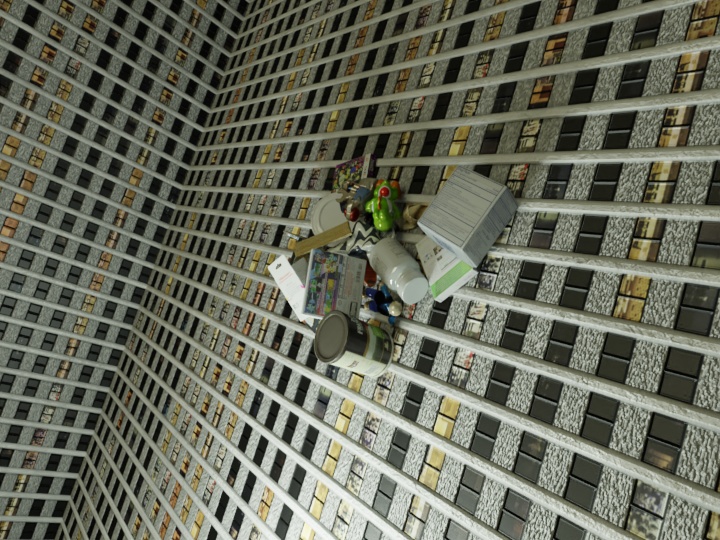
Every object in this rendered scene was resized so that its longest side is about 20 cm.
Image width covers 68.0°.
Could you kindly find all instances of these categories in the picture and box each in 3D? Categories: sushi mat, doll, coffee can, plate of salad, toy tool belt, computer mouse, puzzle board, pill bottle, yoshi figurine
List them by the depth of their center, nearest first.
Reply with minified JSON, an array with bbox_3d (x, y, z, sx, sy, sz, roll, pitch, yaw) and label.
[{"bbox_3d":[-0.018,0.215,1.543,0.144,0.197,0.151,-23,55,38],"label":"coffee can"},{"bbox_3d":[0.114,0.002,1.561,0.116,0.113,0.201,-54,41,14],"label":"pill bottle"},{"bbox_3d":[0.069,0.102,1.577,0.199,0.047,0.141,9,117,65],"label":"doll"},{"bbox_3d":[0.075,-0.197,1.679,0.112,0.112,0.203,-36,21,33],"label":"yoshi figurine"},{"bbox_3d":[-0.120,-0.098,1.685,0.194,0.012,0.097,-23,31,5],"label":"sushi mat"},{"bbox_3d":[0.075,-0.140,1.732,0.110,0.043,0.203,-45,39,22],"label":"computer mouse"},{"bbox_3d":[-0.023,-0.236,1.765,0.120,0.128,0.201,18,46,27],"label":"toy tool belt"},{"bbox_3d":[-0.075,-0.172,1.840,0.192,0.048,0.208,-1,71,3],"label":"plate of salad"},{"bbox_3d":[-0.189,-0.107,1.892,0.199,0.146,0.018,22,95,69],"label":"puzzle board"}]

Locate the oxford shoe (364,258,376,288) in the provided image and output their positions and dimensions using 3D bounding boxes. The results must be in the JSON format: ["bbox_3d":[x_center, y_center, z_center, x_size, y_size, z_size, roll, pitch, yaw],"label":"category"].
[{"bbox_3d":[0.000,0.000,1.744,0.075,0.069,0.202,-67,30,31],"label":"oxford shoe"}]

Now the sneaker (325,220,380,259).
[{"bbox_3d":[-0.023,-0.093,1.703,0.194,0.080,0.132,-17,42,25],"label":"sneaker"}]

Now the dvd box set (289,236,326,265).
[{"bbox_3d":[-0.154,-0.008,1.808,0.029,0.197,0.151,19,85,50],"label":"dvd box set"}]

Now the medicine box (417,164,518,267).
[{"bbox_3d":[0.283,-0.147,1.413,0.202,0.102,0.181,-53,45,0],"label":"medicine box"}]

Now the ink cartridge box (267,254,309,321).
[{"bbox_3d":[-0.193,0.042,1.670,0.114,0.067,0.203,-30,94,46],"label":"ink cartridge box"}]

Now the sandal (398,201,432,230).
[{"bbox_3d":[0.173,-0.181,1.616,0.208,0.069,0.080,-8,65,47],"label":"sandal"}]

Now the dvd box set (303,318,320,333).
[{"bbox_3d":[-0.122,0.122,1.734,0.145,0.029,0.205,39,128,29],"label":"dvd box set"}]

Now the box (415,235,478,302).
[{"bbox_3d":[0.238,-0.034,1.499,0.144,0.036,0.205,-41,45,29],"label":"box"}]

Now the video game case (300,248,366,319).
[{"bbox_3d":[-0.079,0.051,1.620,0.023,0.176,0.208,143,138,-72],"label":"video game case"}]

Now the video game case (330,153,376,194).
[{"bbox_3d":[-0.032,-0.316,1.943,0.196,0.035,0.188,-6,68,48],"label":"video game case"}]
